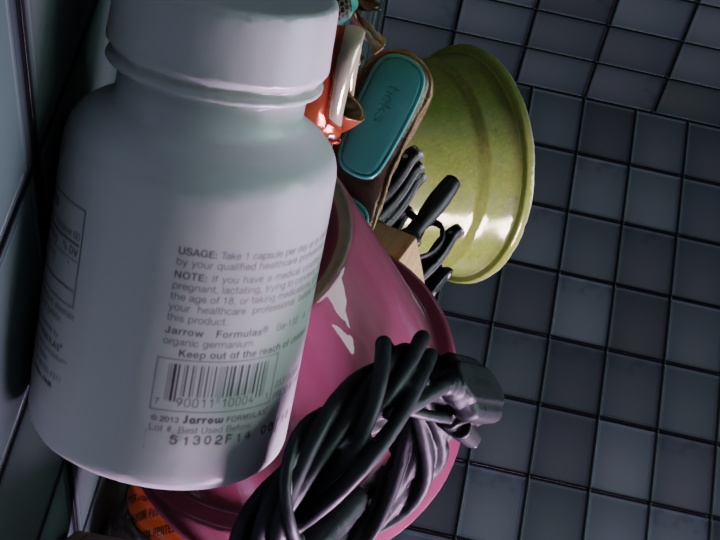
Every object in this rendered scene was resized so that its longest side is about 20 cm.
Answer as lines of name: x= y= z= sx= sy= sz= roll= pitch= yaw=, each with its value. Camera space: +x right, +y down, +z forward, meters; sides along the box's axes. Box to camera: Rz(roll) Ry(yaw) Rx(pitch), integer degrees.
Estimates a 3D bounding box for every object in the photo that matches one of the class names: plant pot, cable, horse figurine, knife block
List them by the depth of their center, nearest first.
cable: x=-0.012 y=0.097 z=0.749 sx=0.163 sy=0.051 sz=0.200 roll=-44 pitch=165 yaw=10
plant pot: x=-0.051 y=0.036 z=0.873 sx=0.179 sy=0.199 sz=0.201 roll=74 pitch=24 yaw=-53
knife block: x=0.000 y=0.000 z=1.133 sx=0.200 sy=0.064 sz=0.177 roll=-6 pitch=115 yaw=-62
horse figurine: x=-0.028 y=-0.224 z=1.273 sx=0.050 sy=0.133 sz=0.200 roll=-34 pitch=-174 yaw=8
plant pot: x=0.009 y=-0.084 z=1.319 sx=0.200 sy=0.183 sz=0.202 roll=11 pitch=-78 yaw=57

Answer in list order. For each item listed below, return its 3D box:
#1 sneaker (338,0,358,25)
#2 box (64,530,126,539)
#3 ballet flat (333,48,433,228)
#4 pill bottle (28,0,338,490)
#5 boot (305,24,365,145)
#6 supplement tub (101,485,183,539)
sneaker: x=-0.053 y=-0.116 z=1.110 sx=0.078 sy=0.091 sz=0.201 roll=-74 pitch=176 yaw=-62
box: x=-0.125 y=0.188 z=0.795 sx=0.200 sy=0.094 sz=0.078 roll=15 pitch=88 yaw=-87
ballet flat: x=-0.014 y=-0.057 z=1.094 sx=0.201 sy=0.068 sz=0.072 roll=-63 pitch=-179 yaw=-2
pill bottle: x=-0.070 y=-0.022 z=0.669 sx=0.114 sy=0.114 sz=0.201 roll=-75 pitch=177 yaw=-68
boot: x=-0.055 y=-0.083 z=1.025 sx=0.075 sy=0.107 sz=0.201 roll=-80 pitch=-177 yaw=-47
supplement tub: x=-0.112 y=0.221 z=1.033 sx=0.123 sy=0.122 sz=0.201 roll=-75 pitch=177 yaw=-67
